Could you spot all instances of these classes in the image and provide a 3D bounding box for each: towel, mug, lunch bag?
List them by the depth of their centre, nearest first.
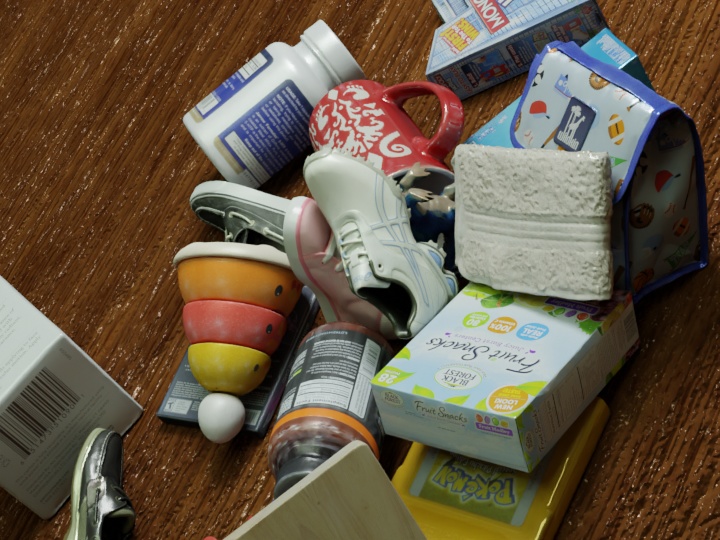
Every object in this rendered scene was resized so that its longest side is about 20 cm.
[{"bbox_3d":[0.154,-0.047,1.447,0.199,0.034,0.134,8,104,52],"label":"towel"},{"bbox_3d":[0.229,-0.098,1.469,0.123,0.201,0.170,-27,42,-22],"label":"lunch bag"},{"bbox_3d":[0.040,-0.119,1.683,0.177,0.134,0.201,-35,40,6],"label":"mug"}]

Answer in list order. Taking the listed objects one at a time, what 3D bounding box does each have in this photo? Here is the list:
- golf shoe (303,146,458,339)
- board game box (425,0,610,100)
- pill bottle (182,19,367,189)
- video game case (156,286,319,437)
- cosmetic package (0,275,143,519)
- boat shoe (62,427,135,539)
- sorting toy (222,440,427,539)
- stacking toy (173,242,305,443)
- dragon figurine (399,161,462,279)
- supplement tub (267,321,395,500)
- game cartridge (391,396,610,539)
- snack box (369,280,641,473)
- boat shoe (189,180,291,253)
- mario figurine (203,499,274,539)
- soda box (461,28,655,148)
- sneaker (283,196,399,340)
[{"bbox_3d":[0.011,-0.025,1.489,0.078,0.200,0.097,-35,10,39],"label":"golf shoe"},{"bbox_3d":[0.150,-0.286,1.783,0.199,0.062,0.201,-33,45,7],"label":"board game box"},{"bbox_3d":[-0.095,-0.192,1.830,0.199,0.120,0.120,-39,44,1],"label":"pill bottle"},{"bbox_3d":[-0.125,0.081,1.709,0.142,0.019,0.201,4,58,35],"label":"video game case"},{"bbox_3d":[-0.381,0.130,1.736,0.165,0.165,0.200,-48,45,-9],"label":"cosmetic package"},{"bbox_3d":[-0.263,0.257,1.632,0.065,0.072,0.202,-5,54,18],"label":"boat shoe"},{"bbox_3d":[-0.034,0.280,1.367,0.198,0.201,0.070,-36,15,-13],"label":"sorting toy"},{"bbox_3d":[-0.133,0.080,1.641,0.145,0.146,0.202,-2,74,32],"label":"stacking toy"},{"bbox_3d":[0.054,-0.048,1.565,0.100,0.198,0.059,-57,34,33],"label":"dragon figurine"},{"bbox_3d":[-0.028,0.148,1.497,0.106,0.107,0.201,-15,33,23],"label":"supplement tub"},{"bbox_3d":[0.115,0.190,1.456,0.175,0.032,0.201,10,61,38],"label":"game cartridge"},{"bbox_3d":[0.135,0.085,1.449,0.168,0.068,0.200,10,41,39],"label":"snack box"},{"bbox_3d":[-0.124,-0.050,1.773,0.199,0.071,0.064,13,63,38],"label":"boat shoe"},{"bbox_3d":[-0.113,0.295,1.513,0.199,0.107,0.123,-35,7,-9],"label":"mario figurine"},{"bbox_3d":[0.205,-0.155,1.638,0.199,0.068,0.064,-38,45,2],"label":"soda box"},{"bbox_3d":[0.000,0.000,1.567,0.104,0.201,0.076,-2,48,25],"label":"sneaker"}]
